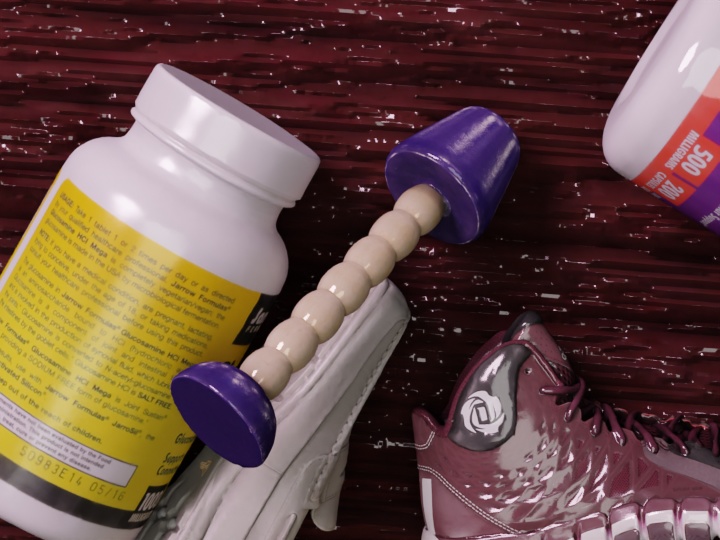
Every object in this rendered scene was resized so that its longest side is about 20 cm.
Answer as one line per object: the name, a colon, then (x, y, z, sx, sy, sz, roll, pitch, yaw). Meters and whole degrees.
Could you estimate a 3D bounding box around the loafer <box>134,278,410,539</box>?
loafer: (-0.037, 0.091, 0.893, 0.070, 0.070, 0.200, 35, 94, -23)

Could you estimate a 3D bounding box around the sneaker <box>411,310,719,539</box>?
sneaker: (0.115, 0.069, 0.876, 0.199, 0.076, 0.116, -13, 92, 5)

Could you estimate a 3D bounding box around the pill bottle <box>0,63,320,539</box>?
pill bottle: (-0.103, 0.015, 0.860, 0.112, 0.112, 0.201, 31, 97, -1)

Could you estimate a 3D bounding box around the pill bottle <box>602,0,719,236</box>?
pill bottle: (0.213, -0.045, 0.837, 0.199, 0.112, 0.113, 32, 97, 0)

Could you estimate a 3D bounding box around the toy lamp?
toy lamp: (0.000, 0.000, 0.839, 0.058, 0.058, 0.200, 47, 62, -3)
